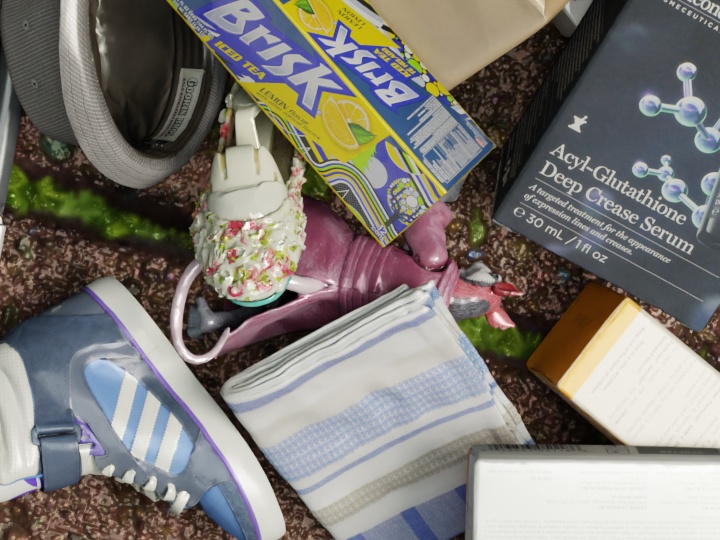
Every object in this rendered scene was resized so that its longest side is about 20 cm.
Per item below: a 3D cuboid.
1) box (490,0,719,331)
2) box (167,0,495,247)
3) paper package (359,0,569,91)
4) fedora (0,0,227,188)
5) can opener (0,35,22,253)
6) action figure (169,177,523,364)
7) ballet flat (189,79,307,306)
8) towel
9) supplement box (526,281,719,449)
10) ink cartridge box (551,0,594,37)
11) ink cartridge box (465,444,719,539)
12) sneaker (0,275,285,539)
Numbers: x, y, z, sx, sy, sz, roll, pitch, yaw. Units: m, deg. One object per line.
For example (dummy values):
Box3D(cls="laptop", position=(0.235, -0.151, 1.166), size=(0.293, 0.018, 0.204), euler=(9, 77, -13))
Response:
Box3D(cls="box", position=(0.190, -0.093, 1.684), size=(0.148, 0.107, 0.201), euler=(27, 116, -7))
Box3D(cls="box", position=(-0.019, -0.117, 1.669), size=(0.200, 0.070, 0.064), euler=(49, 43, -1))
Box3D(cls="paper package", position=(0.037, -0.212, 1.669), size=(0.103, 0.200, 0.191), euler=(-43, 98, -30))
Box3D(cls="fedora", position=(-0.154, -0.152, 1.694), size=(0.090, 0.177, 0.201), euler=(5, 115, 29))
Box3D(cls="can opener", position=(-0.238, -0.052, 1.724), size=(0.053, 0.067, 0.202), euler=(10, 93, -7))
Box3D(cls="action figure", position=(0.000, 0.000, 1.715), size=(0.198, 0.149, 0.135), euler=(8, 97, 13))
Box3D(cls="ballet flat", position=(-0.066, -0.059, 1.682), size=(0.075, 0.201, 0.064), euler=(-7, 125, 6))
Box3D(cls="towel", position=(0.020, 0.101, 1.723), size=(0.146, 0.024, 0.200), euler=(-27, 130, 9))
Box3D(cls="supplement box", position=(0.206, 0.100, 1.754), size=(0.200, 0.126, 0.074), euler=(39, 90, -7))
Box3D(cls="ink cartridge box", position=(0.141, -0.225, 1.752), size=(0.115, 0.068, 0.200), euler=(-39, 98, -2))
Box3D(cls="ink cartridge box", position=(0.142, 0.204, 1.679), size=(0.161, 0.050, 0.202), euler=(1, 100, -2))
Box3D(cls="sneaker", position=(-0.156, 0.118, 1.729), size=(0.146, 0.081, 0.201), euler=(-36, 91, -14))
